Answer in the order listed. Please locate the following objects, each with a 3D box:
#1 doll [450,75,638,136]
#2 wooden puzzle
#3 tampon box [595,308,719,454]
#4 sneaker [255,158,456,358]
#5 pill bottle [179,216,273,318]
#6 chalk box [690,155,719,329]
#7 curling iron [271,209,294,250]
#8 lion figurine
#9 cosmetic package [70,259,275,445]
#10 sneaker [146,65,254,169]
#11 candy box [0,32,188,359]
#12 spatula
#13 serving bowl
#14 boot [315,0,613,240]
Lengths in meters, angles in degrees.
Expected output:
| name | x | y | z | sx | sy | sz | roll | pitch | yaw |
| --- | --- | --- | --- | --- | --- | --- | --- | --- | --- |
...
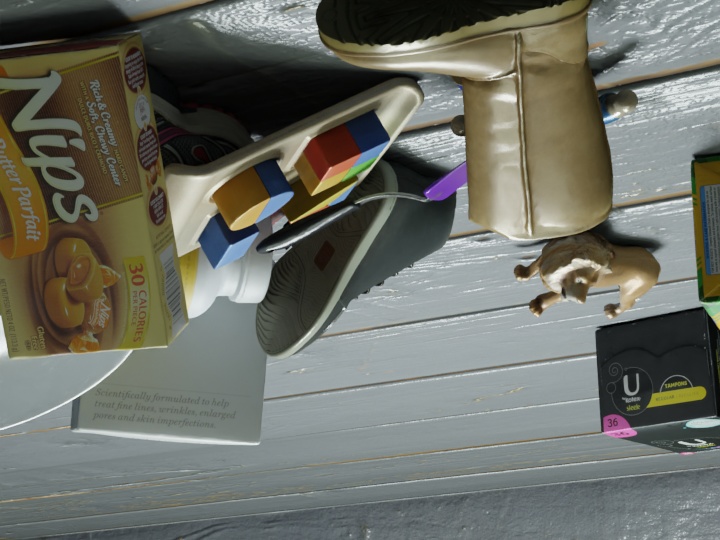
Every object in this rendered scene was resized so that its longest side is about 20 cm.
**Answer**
| name | x | y | z | sx | sy | sz | roll | pitch | yaw |
| --- | --- | --- | --- | --- | --- | --- | --- | --- | --- |
| doll | 0.125 | -0.116 | 1.193 | 0.135 | 0.049 | 0.200 | -5 | 164 | 17 |
| wooden puzzle | -0.060 | -0.058 | 1.244 | 0.199 | 0.047 | 0.185 | -22 | 169 | -24 |
| tampon box | 0.389 | 0.133 | 1.998 | 0.149 | 0.128 | 0.199 | -14 | 160 | 37 |
| sneaker | 0.000 | 0.000 | 1.420 | 0.106 | 0.075 | 0.200 | 9 | 127 | -46 |
| pill bottle | -0.176 | -0.019 | 1.396 | 0.198 | 0.113 | 0.112 | 4 | 164 | -18 |
| chalk box | 0.356 | -0.016 | 1.449 | 0.123 | 0.126 | 0.200 | -7 | 163 | 18 |
| curling iron | -0.092 | -0.031 | 1.496 | 0.025 | 0.050 | 0.199 | 11 | 167 | -29 |
| lion figurine | 0.230 | 0.000 | 1.628 | 0.199 | 0.073 | 0.122 | -7 | 163 | -45 |
| cosmetic package | -0.175 | 0.071 | 1.558 | 0.163 | 0.167 | 0.200 | 5 | 174 | -10 |
| sneaker | -0.142 | -0.082 | 1.237 | 0.080 | 0.075 | 0.200 | -10 | 164 | 25 |
| candy box | -0.188 | -0.048 | 1.124 | 0.114 | 0.202 | 0.055 | -5 | -166 | 11 |
| spatula | 0.013 | -0.049 | 1.249 | 0.198 | 0.021 | 0.056 | -18 | 171 | 16 |
| serving bowl | -0.268 | 0.048 | 1.291 | 0.199 | 0.066 | 0.200 | -24 | 158 | -10 |
| boot | 0.071 | -0.096 | 1.075 | 0.173 | 0.067 | 0.201 | -4 | 139 | 6 |
